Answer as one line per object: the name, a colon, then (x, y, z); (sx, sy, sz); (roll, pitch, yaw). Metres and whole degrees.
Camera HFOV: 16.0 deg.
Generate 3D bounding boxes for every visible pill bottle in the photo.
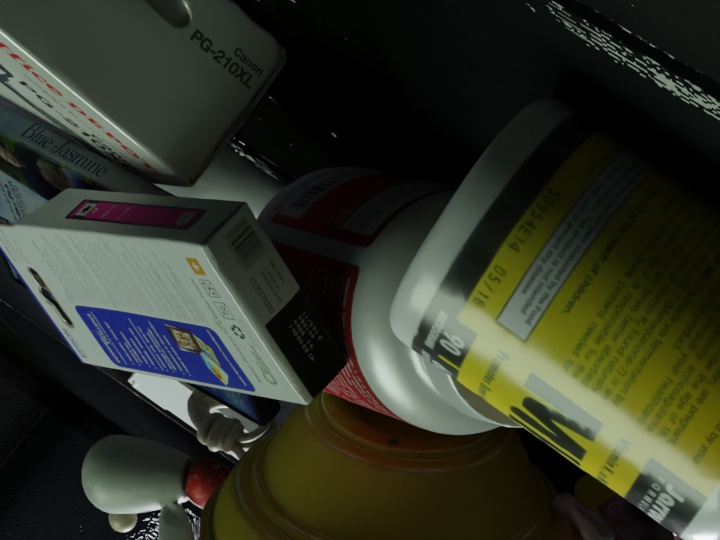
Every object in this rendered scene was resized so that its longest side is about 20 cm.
pill bottle: (0.029, 0.014, 1.198); (0.112, 0.112, 0.200); (41, 169, -24)
pill bottle: (0.121, 0.033, 0.981); (0.200, 0.114, 0.114); (35, 169, 10)

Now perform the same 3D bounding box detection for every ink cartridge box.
ink cartridge box: (-0.096, 0.009, 1.205); (0.200, 0.037, 0.095); (4, 133, 51)
ink cartridge box: (-0.141, -0.118, 1.253); (0.145, 0.084, 0.200); (39, 169, -19)

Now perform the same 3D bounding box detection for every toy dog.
toy dog: (-0.050, 0.151, 1.392); (0.200, 0.132, 0.097); (24, 121, 32)

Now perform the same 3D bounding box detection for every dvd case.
dvd case: (-0.129, -0.010, 1.292); (0.200, 0.018, 0.143); (27, 150, 36)

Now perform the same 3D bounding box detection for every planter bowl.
planter bowl: (0.021, 0.103, 1.301); (0.200, 0.200, 0.084); (28, 123, 38)

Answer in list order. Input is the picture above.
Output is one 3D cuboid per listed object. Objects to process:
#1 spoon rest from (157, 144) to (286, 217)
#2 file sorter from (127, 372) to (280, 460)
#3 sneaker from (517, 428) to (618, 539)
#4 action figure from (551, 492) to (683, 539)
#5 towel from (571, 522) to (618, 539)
spoon rest: (-0.101, -0.055, 1.419); (0.199, 0.100, 0.061); (27, -169, -17)
file sorter: (-0.047, 0.053, 1.580); (0.139, 0.125, 0.200); (36, 170, -3)
sneaker: (0.113, 0.085, 1.408); (0.199, 0.078, 0.066); (23, 128, 17)
action figure: (0.199, 0.188, 1.286); (0.134, 0.148, 0.201); (-124, 17, -61)
towel: (0.120, 0.147, 1.447); (0.200, 0.048, 0.171); (30, -159, 31)
